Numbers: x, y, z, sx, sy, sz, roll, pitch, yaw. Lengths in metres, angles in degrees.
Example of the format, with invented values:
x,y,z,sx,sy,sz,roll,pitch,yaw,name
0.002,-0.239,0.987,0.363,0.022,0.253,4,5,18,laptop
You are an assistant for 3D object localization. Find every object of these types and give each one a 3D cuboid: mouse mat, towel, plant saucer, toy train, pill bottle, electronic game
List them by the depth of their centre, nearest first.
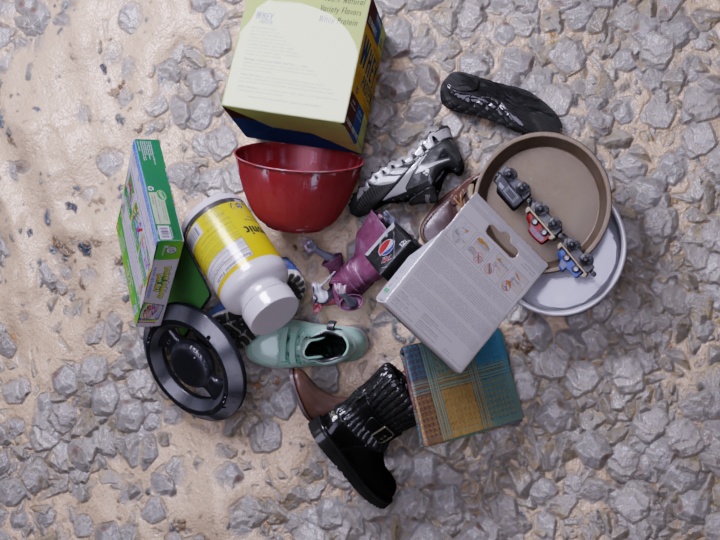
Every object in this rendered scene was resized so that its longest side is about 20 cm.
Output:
x,y,z,sx,sy,sz,roll,pitch,yaw,name
0.256,-0.062,1.607,0.046,0.034,0.201,-42,78,10,toy train
0.260,-0.096,1.640,0.196,0.029,0.204,-1,86,13,plant saucer
0.147,0.166,1.660,0.022,0.198,0.149,-21,80,51,towel
-0.174,-0.007,1.685,0.111,0.111,0.201,-39,64,7,pill bottle
-0.257,0.142,1.769,0.197,0.042,0.203,16,122,27,electronic game
-0.287,0.004,1.771,0.007,0.200,0.163,-23,78,-28,mouse mat

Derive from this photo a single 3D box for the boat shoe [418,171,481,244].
x,y,z,sx,sy,sz,roll,pitch,yaw,name
0.168,-0.106,1.720,0.198,0.072,0.073,-33,79,8,boat shoe

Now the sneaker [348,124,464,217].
x,y,z,sx,sy,sz,roll,pitch,yaw,name
0.075,-0.130,1.746,0.199,0.066,0.091,-35,77,6,sneaker

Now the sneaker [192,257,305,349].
x,y,z,sx,sy,sz,roll,pitch,yaw,name
-0.175,0.050,1.786,0.198,0.090,0.079,-33,124,7,sneaker

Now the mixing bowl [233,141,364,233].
x,y,z,sx,sy,sz,roll,pitch,yaw,name
-0.096,-0.122,1.737,0.197,0.200,0.110,10,109,13,mixing bowl

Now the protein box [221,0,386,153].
x,y,z,sx,sy,sz,roll,pitch,yaw,name
-0.082,-0.308,1.747,0.195,0.135,0.204,9,78,13,protein box

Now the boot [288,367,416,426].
x,y,z,sx,sy,sz,roll,pitch,yaw,name
0.014,0.178,1.710,0.198,0.065,0.188,-27,118,12,boot

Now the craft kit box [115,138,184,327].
x,y,z,sx,sy,sz,roll,pitch,yaw,name
-0.319,-0.055,1.715,0.048,0.199,0.202,0,52,-26,craft kit box

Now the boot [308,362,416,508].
x,y,z,sx,sy,sz,roll,pitch,yaw,name
0.037,0.245,1.673,0.157,0.212,0.080,-35,38,3,boot

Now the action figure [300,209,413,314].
x,y,z,sx,sy,sz,roll,pitch,yaw,name
0.000,0.000,1.754,0.199,0.148,0.135,-40,49,25,action figure

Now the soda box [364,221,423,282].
x,y,z,sx,sy,sz,roll,pitch,yaw,name
0.099,0.018,1.668,0.071,0.199,0.063,-47,36,5,soda box

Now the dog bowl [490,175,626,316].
x,y,z,sx,sy,sz,roll,pitch,yaw,name
0.290,-0.033,1.683,0.196,0.079,0.204,-1,86,12,dog bowl

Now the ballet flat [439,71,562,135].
x,y,z,sx,sy,sz,roll,pitch,yaw,name
0.214,-0.247,1.741,0.197,0.057,0.067,25,64,9,ballet flat

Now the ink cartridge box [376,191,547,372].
x,y,z,sx,sy,sz,roll,pitch,yaw,name
0.142,0.016,1.603,0.161,0.050,0.201,42,83,-18,ink cartridge box

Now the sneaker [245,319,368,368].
x,y,z,sx,sy,sz,roll,pitch,yaw,name
-0.096,0.110,1.740,0.197,0.118,0.075,-4,86,14,sneaker
